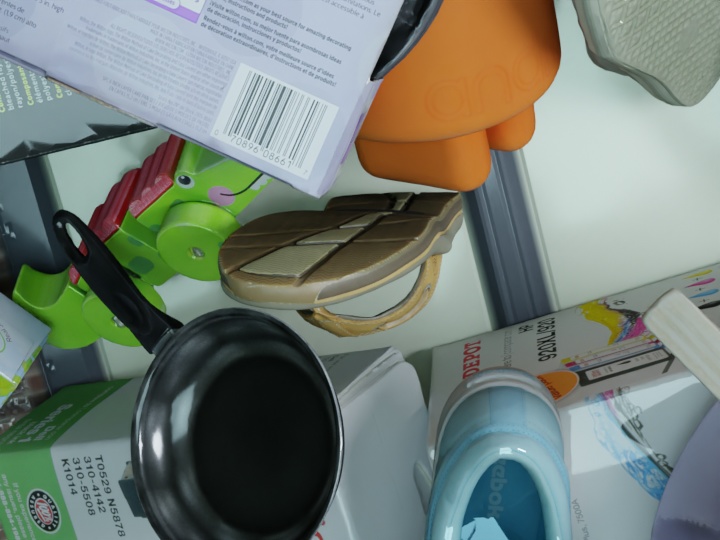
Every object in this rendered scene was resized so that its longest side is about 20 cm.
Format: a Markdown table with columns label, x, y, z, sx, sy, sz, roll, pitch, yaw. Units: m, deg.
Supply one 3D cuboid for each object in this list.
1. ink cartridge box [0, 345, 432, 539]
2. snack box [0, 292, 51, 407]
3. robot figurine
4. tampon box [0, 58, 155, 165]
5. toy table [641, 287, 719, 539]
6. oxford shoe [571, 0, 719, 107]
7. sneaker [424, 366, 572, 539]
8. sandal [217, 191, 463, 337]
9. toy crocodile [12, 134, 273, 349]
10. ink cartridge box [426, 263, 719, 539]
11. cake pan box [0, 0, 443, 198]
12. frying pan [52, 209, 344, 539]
| label | x | y | z | sx | sy | sz | roll | pitch | yaw |
| --- | --- | --- | --- | --- | --- | --- | --- | --- | --- |
| ink cartridge box | -0.060 | 0.125 | 1.069 | 0.200 | 0.084 | 0.146 | -9 | 107 | 33 |
| snack box | -0.268 | 0.025 | 1.088 | 0.200 | 0.053 | 0.142 | 37 | 125 | -7 |
| robot figurine | 0.023 | -0.136 | 0.988 | 0.143 | 0.117 | 0.200 | -18 | 120 | -9 |
| tampon box | -0.144 | -0.124 | 1.002 | 0.199 | 0.150 | 0.127 | -13 | 105 | 6 |
| toy table | 0.188 | 0.079 | 0.885 | 0.184 | 0.117 | 0.200 | 34 | 93 | 17 |
| oxford shoe | 0.113 | -0.124 | 0.974 | 0.058 | 0.200 | 0.075 | 34 | 89 | 23 |
| sneaker | 0.053 | 0.146 | 0.950 | 0.074 | 0.082 | 0.201 | -3 | 107 | 6 |
| sandal | 0.000 | 0.000 | 1.003 | 0.080 | 0.200 | 0.054 | 3 | 99 | 16 |
| toy crocodile | -0.093 | -0.022 | 1.042 | 0.062 | 0.068 | 0.200 | 31 | 142 | -18 |
| ink cartridge box | 0.144 | 0.093 | 1.047 | 0.199 | 0.147 | 0.145 | -17 | 104 | 8 |
| cake pan box | -0.058 | -0.148 | 0.883 | 0.200 | 0.052 | 0.185 | 23 | 100 | 2 |
| frying pan | -0.078 | 0.060 | 0.990 | 0.190 | 0.031 | 0.115 | 27 | 102 | 35 |
